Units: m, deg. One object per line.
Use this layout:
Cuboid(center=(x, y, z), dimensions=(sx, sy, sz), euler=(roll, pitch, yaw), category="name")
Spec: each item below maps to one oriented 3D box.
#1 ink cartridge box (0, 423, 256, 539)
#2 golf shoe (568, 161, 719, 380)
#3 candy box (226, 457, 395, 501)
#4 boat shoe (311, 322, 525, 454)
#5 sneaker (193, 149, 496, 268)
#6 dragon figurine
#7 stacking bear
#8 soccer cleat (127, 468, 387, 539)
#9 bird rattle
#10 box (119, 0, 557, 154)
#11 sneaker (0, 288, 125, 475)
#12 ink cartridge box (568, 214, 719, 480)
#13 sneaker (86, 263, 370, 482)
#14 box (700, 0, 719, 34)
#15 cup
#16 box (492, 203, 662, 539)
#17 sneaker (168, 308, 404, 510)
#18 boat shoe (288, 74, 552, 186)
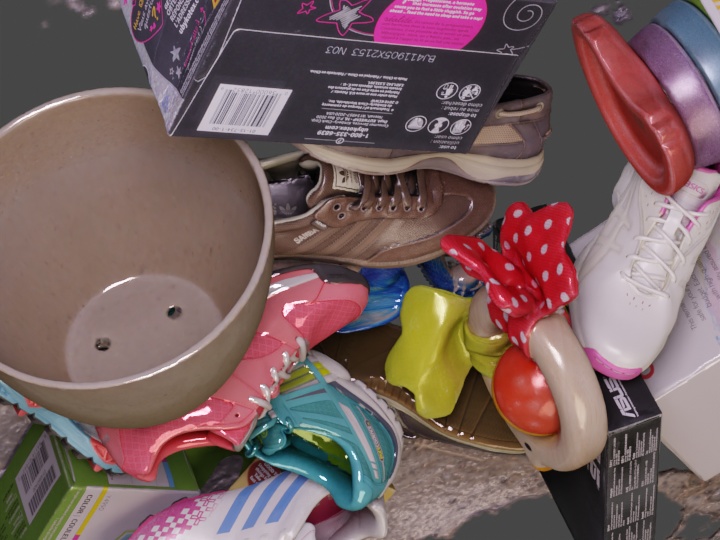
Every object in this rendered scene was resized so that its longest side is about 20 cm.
Cuboid(center=(-0.150, 0.170, 1.871), dimensions=(0.199, 0.076, 0.148), euler=(6, 135, -33), category="ink cartridge box")
Cuboid(center=(0.189, -0.023, 1.733), dimensions=(0.075, 0.201, 0.092), euler=(24, 145, -5), category="golf shoe")
Cuboid(center=(-0.075, 0.204, 1.910), dimensions=(0.200, 0.056, 0.117), euler=(-50, 154, 5), category="candy box")
Cuboid(center=(0.033, 0.076, 1.821), dimensions=(0.199, 0.074, 0.065), euler=(22, 157, 3), category="boat shoe")
Cuboid(center=(-0.007, -0.042, 1.667), dimensions=(0.199, 0.071, 0.076), euler=(-7, 163, -12), category="sneaker")
Cuboid(center=(0.000, 0.000, 1.757), dimensions=(0.199, 0.059, 0.100), euler=(-19, 143, -9), category="dragon figurine")
Cuboid(center=(0.250, -0.142, 1.686), dimensions=(0.199, 0.122, 0.114), euler=(-30, 152, -5), category="stacking bear")
Cuboid(center=(-0.074, 0.182, 1.787), dimensions=(0.199, 0.086, 0.070), euler=(-25, 123, -9), category="soccer cleat")
Cuboid(center=(0.109, 0.046, 1.692), dimensions=(0.112, 0.164, 0.200), euler=(-28, 174, -28), category="bird rattle")
Cuboid(center=(-0.016, -0.152, 1.513), dimensions=(0.199, 0.115, 0.132), euler=(2, 138, -30), category="box")
Cuboid(center=(-0.169, 0.063, 1.726), dimensions=(0.095, 0.080, 0.200), euler=(-36, 143, 13), category="sneaker")
Cuboid(center=(0.268, 0.018, 1.856), dimensions=(0.199, 0.148, 0.145), euler=(-32, 144, 11), category="ink cartridge box")
Cuboid(center=(-0.076, 0.069, 1.680), dimensions=(0.199, 0.087, 0.074), euler=(-26, 158, -8), category="sneaker")
Cuboid(center=(0.238, -0.184, 1.541), dimensions=(0.101, 0.201, 0.112), euler=(-32, 143, 11), category="box")
Cuboid(center=(-0.139, 0.014, 1.587), dimensions=(0.199, 0.201, 0.143), euler=(-21, 149, -4), category="cup")
Cuboid(center=(0.146, 0.088, 1.836), dimensions=(0.047, 0.194, 0.200), euler=(-17, 144, -9), category="box")
Cuboid(center=(-0.058, 0.080, 1.750), dimensions=(0.200, 0.080, 0.078), euler=(35, 131, -6), category="sneaker")
Cuboid(center=(0.032, -0.104, 1.649), dimensions=(0.199, 0.075, 0.074), euler=(4, 117, -34), category="boat shoe")
